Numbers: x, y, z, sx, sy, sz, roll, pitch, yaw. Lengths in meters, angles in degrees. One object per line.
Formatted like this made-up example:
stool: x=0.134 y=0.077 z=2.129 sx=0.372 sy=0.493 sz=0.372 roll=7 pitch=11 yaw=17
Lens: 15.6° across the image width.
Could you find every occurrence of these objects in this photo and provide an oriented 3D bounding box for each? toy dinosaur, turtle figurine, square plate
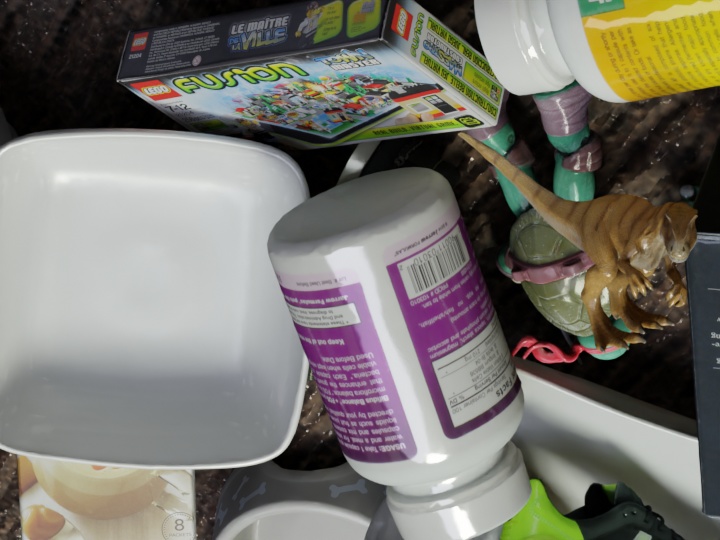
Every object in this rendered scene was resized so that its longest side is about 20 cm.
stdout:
toy dinosaur: x=0.134 y=-0.017 z=1.419 sx=0.200 sy=0.060 sz=0.107 roll=15 pitch=115 yaw=59
turtle figurine: x=0.128 y=-0.022 z=1.521 sx=0.149 sy=0.101 sz=0.201 roll=-10 pitch=116 yaw=28
square plate: x=0.159 y=0.127 z=1.633 sx=0.199 sy=0.029 sz=0.198 roll=20 pitch=150 yaw=6

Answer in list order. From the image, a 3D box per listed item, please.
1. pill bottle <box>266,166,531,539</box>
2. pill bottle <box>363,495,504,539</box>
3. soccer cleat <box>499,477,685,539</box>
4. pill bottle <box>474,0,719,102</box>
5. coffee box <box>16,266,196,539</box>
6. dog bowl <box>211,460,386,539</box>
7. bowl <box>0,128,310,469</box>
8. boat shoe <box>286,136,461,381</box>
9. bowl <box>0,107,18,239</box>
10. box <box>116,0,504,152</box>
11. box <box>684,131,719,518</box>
pill bottle: x=0.029 y=0.052 z=1.509 sx=0.112 sy=0.112 sz=0.201 roll=-10 pitch=110 yaw=28
pill bottle: x=0.097 y=0.215 z=1.678 sx=0.111 sy=0.112 sz=0.200 roll=-17 pitch=132 yaw=31
soccer cleat: x=0.172 y=0.174 z=1.610 sx=0.199 sy=0.081 sz=0.067 roll=15 pitch=165 yaw=-30
pill bottle: x=0.167 y=-0.150 z=1.390 sx=0.199 sy=0.113 sz=0.113 roll=-8 pitch=123 yaw=27
coffee box: x=-0.162 y=0.086 z=1.664 sx=0.114 sy=0.080 sz=0.201 roll=-2 pitch=106 yaw=-3
dog bowl: x=-0.013 y=0.206 z=1.774 sx=0.199 sy=0.059 sz=0.201 roll=11 pitch=128 yaw=14
bowl: x=-0.127 y=0.012 z=1.566 sx=0.199 sy=0.075 sz=0.201 roll=3 pitch=100 yaw=-3
boat shoe: x=0.000 y=0.000 z=1.600 sx=0.067 sy=0.072 sz=0.200 roll=26 pitch=128 yaw=1
bowl: x=-0.266 y=-0.051 z=1.627 sx=0.201 sy=0.090 sz=0.202 roll=1 pitch=91 yaw=51
box: x=-0.029 y=-0.110 z=1.494 sx=0.200 sy=0.035 sz=0.110 roll=-5 pitch=154 yaw=40
box: x=0.250 y=0.022 z=1.467 sx=0.107 sy=0.149 sz=0.201 roll=5 pitch=128 yaw=19
